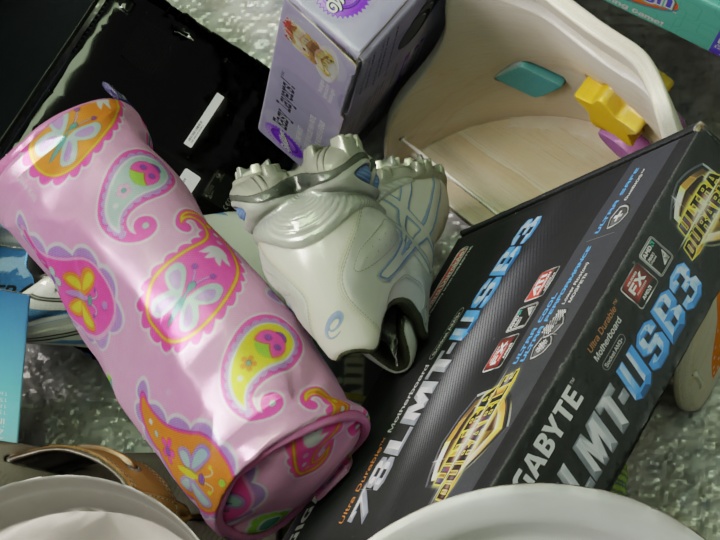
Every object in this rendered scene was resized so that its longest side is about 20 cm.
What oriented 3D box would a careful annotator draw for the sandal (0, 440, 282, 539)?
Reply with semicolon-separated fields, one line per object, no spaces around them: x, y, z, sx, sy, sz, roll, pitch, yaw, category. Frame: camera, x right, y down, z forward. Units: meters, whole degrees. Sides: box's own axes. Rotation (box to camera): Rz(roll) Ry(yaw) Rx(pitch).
-0.121;0.099;0.938;0.198;0.055;0.082;17;60;-22;sandal

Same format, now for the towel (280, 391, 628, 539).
0.017;0.128;1.003;0.198;0.023;0.145;10;64;-1;towel

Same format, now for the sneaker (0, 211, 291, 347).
-0.118;-0.001;1.056;0.198;0.073;0.073;-2;69;-4;sneaker

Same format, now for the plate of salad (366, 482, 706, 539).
0.061;0.175;0.784;0.198;0.048;0.202;-1;98;-5;plate of salad

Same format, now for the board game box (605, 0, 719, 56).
0.142;-0.208;0.968;0.151;0.045;0.201;25;74;3;board game box

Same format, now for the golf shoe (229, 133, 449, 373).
0.000;0.000;0.987;0.078;0.200;0.098;-20;85;16;golf shoe

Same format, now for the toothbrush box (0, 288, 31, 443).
-0.209;0.121;1.004;0.085;0.146;0.202;11;61;-18;toothbrush box

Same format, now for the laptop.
-0.151;-0.055;1.164;0.199;0.103;0.178;32;74;-3;laptop

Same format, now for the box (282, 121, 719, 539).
0.058;0.050;0.923;0.050;0.198;0.201;39;65;-14;box

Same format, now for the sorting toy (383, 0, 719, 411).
0.102;-0.062;1.016;0.107;0.180;0.200;-45;64;-11;sorting toy

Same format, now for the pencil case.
-0.079;0.017;0.960;0.087;0.088;0.200;-36;64;-6;pencil case

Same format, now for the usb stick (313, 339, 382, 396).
-0.005;0.047;1.070;0.055;0.033;0.202;-2;64;10;usb stick

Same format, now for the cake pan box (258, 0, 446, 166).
0.031;-0.144;1.067;0.052;0.200;0.184;41;77;5;cake pan box

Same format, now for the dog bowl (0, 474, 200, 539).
-0.116;0.181;0.838;0.198;0.059;0.202;-13;59;23;dog bowl
